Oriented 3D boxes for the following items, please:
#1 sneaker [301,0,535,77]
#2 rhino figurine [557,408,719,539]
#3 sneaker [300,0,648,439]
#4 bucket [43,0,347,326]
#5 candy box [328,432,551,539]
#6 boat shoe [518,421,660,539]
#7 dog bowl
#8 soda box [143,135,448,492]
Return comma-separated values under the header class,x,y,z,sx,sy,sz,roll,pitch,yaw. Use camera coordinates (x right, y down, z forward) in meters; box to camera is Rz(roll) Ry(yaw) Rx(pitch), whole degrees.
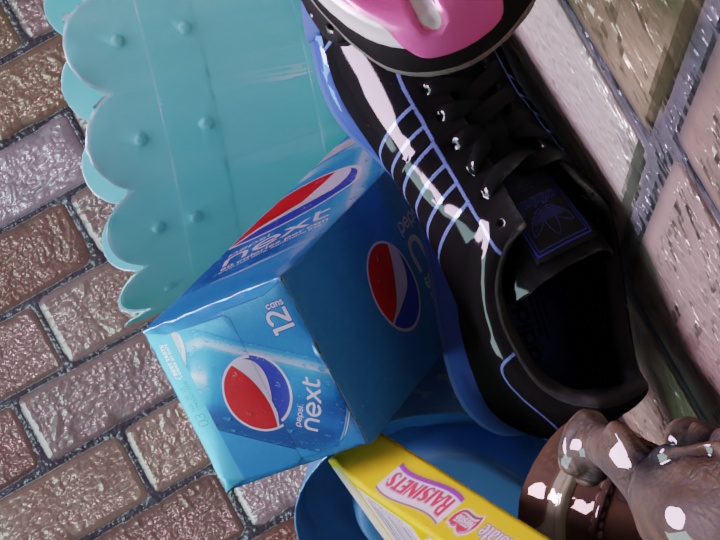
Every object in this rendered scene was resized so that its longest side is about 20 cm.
class,x,y,z,sx,sy,sz,roll,pitch,yaw
sneaker,0.014,-0.096,0.633,0.088,0.073,0.200,64,-179,-33
rhino figurine,0.136,0.123,0.670,0.201,0.060,0.087,60,163,-16
sneaker,0.045,-0.037,0.780,0.078,0.070,0.201,-11,103,64
bucket,-0.070,-0.086,1.062,0.207,0.134,0.209,166,90,-83
candy box,0.060,0.116,0.728,0.102,0.026,0.200,53,169,-23
boat shoe,0.127,0.129,0.776,0.075,0.075,0.202,14,157,43
dog bowl,0.062,0.097,0.893,0.200,0.111,0.050,33,-146,-30
soda box,0.000,0.000,0.845,0.068,0.064,0.200,62,-150,-12
